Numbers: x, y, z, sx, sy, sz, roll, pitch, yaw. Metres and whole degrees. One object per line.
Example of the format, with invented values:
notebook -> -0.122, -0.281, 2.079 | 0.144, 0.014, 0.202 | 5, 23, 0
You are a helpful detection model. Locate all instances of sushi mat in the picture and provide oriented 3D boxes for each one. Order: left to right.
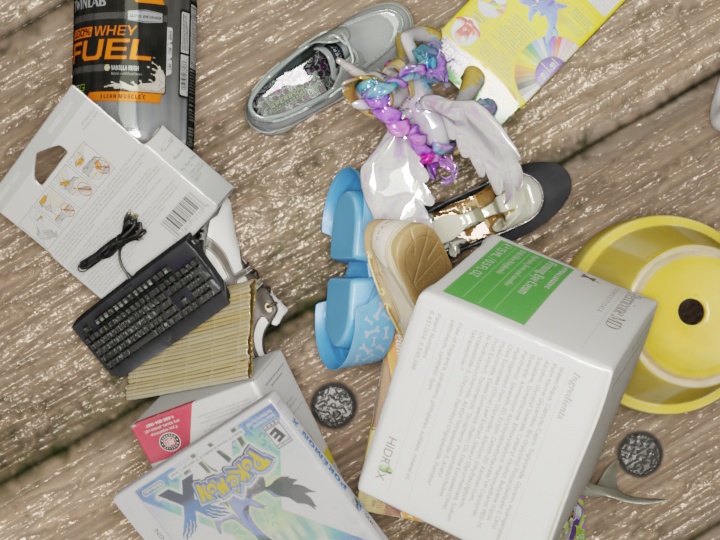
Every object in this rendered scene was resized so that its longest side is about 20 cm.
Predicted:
sushi mat -> -0.167, 0.069, 1.346 | 0.012, 0.200, 0.096 | 12, 72, -42

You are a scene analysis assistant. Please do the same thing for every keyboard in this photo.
keyboard -> -0.218, 0.020, 1.341 | 0.200, 0.021, 0.127 | -33, 93, 37

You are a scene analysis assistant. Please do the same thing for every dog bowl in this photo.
dog bowl -> 0.000, 0.000, 1.378 | 0.049, 0.111, 0.201 | 5, 88, -22

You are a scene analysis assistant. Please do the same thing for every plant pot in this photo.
plant pot -> 0.300, 0.042, 1.336 | 0.200, 0.189, 0.202 | 0, 88, 0

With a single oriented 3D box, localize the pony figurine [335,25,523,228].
pony figurine -> 0.063, -0.139, 1.309 | 0.166, 0.200, 0.193 | -30, 98, 30

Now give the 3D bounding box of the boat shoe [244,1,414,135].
boat shoe -> -0.029, -0.204, 1.397 | 0.200, 0.072, 0.070 | -35, 89, -2

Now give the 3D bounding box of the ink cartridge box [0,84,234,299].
ink cartridge box -> -0.244, -0.072, 1.339 | 0.173, 0.044, 0.200 | 42, 130, -8

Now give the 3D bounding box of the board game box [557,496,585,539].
board game box -> 0.167, 0.201, 1.378 | 0.120, 0.032, 0.201 | -6, 93, -28

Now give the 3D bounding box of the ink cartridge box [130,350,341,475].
ink cartridge box -> -0.106, 0.199, 1.344 | 0.145, 0.083, 0.201 | -21, 102, 21

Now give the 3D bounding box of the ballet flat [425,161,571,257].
ballet flat -> 0.124, -0.056, 1.397 | 0.199, 0.073, 0.073 | -21, 89, -1

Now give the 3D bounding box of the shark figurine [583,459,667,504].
shark figurine -> 0.202, 0.166, 1.335 | 0.128, 0.089, 0.215 | -38, 107, -25

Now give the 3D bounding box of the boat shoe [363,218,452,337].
boat shoe -> 0.057, 0.027, 1.315 | 0.074, 0.069, 0.200 | -40, 131, -24

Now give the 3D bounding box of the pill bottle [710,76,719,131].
pill bottle -> 0.459, -0.160, 1.378 | 0.199, 0.112, 0.112 | 20, 89, 0

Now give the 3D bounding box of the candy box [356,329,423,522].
candy box -> 0.069, 0.150, 1.399 | 0.115, 0.055, 0.201 | 11, 88, 0

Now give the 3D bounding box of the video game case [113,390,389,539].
video game case -> -0.100, 0.230, 1.265 | 0.200, 0.022, 0.183 | -34, 98, 22

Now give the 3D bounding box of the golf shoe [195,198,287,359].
golf shoe -> -0.121, 0.017, 1.396 | 0.094, 0.078, 0.201 | -2, 99, -3

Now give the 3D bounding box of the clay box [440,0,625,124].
clay box -> 0.170, -0.252, 1.411 | 0.115, 0.048, 0.200 | 45, 91, 1

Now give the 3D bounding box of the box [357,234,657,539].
box -> 0.130, 0.106, 1.192 | 0.171, 0.199, 0.201 | 24, 113, 15

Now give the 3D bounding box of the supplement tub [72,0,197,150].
supplement tub -> -0.223, -0.213, 1.372 | 0.122, 0.123, 0.201 | 0, 89, 0
